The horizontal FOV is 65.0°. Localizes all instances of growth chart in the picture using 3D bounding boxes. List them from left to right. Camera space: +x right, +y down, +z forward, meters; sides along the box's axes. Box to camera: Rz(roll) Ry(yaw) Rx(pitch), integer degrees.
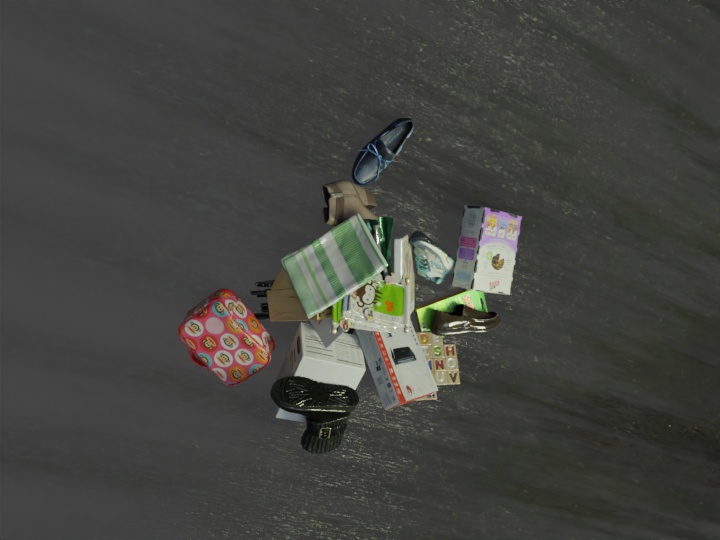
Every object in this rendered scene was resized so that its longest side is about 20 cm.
[{"bbox_3d":[0.024,0.067,1.206,0.195,0.018,0.149,4,67,-21],"label":"growth chart"}]

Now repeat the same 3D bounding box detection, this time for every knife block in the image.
[{"bbox_3d":[-0.162,0.087,1.263,0.063,0.200,0.177,-9,138,-50],"label":"knife block"}]

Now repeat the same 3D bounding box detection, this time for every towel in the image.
[{"bbox_3d":[-0.056,-0.015,1.184,0.197,0.023,0.154,-30,65,-2],"label":"towel"}]

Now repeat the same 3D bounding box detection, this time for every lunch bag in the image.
[{"bbox_3d":[-0.309,0.161,1.276,0.174,0.082,0.201,-33,108,17],"label":"lunch bag"}]

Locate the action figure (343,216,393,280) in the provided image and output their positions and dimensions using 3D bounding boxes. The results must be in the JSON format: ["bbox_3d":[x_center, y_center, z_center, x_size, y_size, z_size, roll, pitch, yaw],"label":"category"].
[{"bbox_3d":[0.029,-0.016,1.278,0.115,0.055,0.205,-1,118,17],"label":"action figure"}]

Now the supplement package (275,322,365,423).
[{"bbox_3d":[-0.099,0.245,1.314,0.152,0.112,0.203,15,122,-18],"label":"supplement package"}]

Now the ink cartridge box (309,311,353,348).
[{"bbox_3d":[-0.074,0.057,1.271,0.066,0.116,0.203,-5,58,-50],"label":"ink cartridge box"}]

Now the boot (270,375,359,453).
[{"bbox_3d":[-0.115,0.325,1.250,0.206,0.080,0.160,14,122,-19],"label":"boot"}]

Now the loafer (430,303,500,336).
[{"bbox_3d":[0.272,0.121,1.443,0.195,0.073,0.074,-5,97,-21],"label":"loafer"}]

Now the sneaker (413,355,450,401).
[{"bbox_3d":[0.156,0.279,1.449,0.195,0.071,0.100,-10,74,-14],"label":"sneaker"}]

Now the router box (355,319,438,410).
[{"bbox_3d":[0.086,0.209,1.336,0.178,0.048,0.204,1,63,-54],"label":"router box"}]

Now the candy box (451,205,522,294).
[{"bbox_3d":[0.320,-0.048,1.423,0.165,0.071,0.206,7,93,-42],"label":"candy box"}]

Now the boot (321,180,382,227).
[{"bbox_3d":[-0.017,-0.115,1.312,0.143,0.070,0.204,-1,64,-34],"label":"boot"}]

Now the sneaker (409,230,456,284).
[{"bbox_3d":[0.171,-0.022,1.384,0.087,0.078,0.199,-50,138,5],"label":"sneaker"}]

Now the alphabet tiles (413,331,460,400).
[{"bbox_3d":[0.151,0.239,1.421,0.194,0.008,0.172,-1,70,-9],"label":"alphabet tiles"}]

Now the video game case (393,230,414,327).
[{"bbox_3d":[0.106,0.015,1.353,0.022,0.182,0.206,1,100,14],"label":"video game case"}]

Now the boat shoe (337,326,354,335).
[{"bbox_3d":[-0.045,0.130,1.361,0.065,0.072,0.205,-12,127,-34],"label":"boat shoe"}]

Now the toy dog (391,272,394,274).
[{"bbox_3d":[0.000,0.000,1.371,0.133,0.096,0.200,-50,123,-9],"label":"toy dog"}]

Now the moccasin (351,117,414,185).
[{"bbox_3d":[0.050,-0.289,1.334,0.080,0.068,0.202,38,85,-16],"label":"moccasin"}]

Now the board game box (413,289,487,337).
[{"bbox_3d":[0.241,0.114,1.484,0.195,0.030,0.098,-18,104,-11],"label":"board game box"}]
